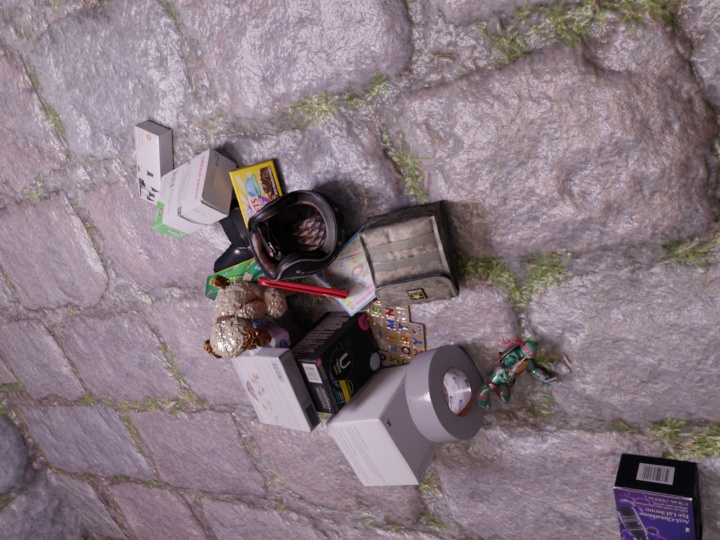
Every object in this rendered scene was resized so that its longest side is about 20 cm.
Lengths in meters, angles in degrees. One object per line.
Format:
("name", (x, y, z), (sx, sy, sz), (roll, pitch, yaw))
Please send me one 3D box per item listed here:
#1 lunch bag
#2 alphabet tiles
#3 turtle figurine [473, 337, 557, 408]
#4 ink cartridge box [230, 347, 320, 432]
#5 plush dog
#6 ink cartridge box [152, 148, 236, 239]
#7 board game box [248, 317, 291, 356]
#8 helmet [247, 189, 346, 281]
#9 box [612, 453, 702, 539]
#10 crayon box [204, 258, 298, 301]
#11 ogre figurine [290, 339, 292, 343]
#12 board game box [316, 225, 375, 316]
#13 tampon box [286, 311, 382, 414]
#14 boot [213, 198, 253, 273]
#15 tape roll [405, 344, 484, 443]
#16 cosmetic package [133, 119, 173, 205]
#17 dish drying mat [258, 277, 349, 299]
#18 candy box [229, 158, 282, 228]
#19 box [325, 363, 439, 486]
("lunch bag", (0.102, -0.017, 1.298), (0.163, 0.118, 0.202), (-10, 112, 19))
("alphabet tiles", (0.073, 0.139, 1.507), (0.166, 0.008, 0.202), (10, 123, 28))
("turtle figurine", (0.322, 0.209, 1.333), (0.148, 0.101, 0.201), (9, 137, -22))
("ink cartridge box", (-0.195, 0.269, 1.475), (0.173, 0.043, 0.201), (-2, 116, 42))
("plush dog", (-0.284, 0.115, 1.471), (0.199, 0.173, 0.160), (-16, 146, 27))
("ink cartridge box", (-0.389, -0.175, 1.511), (0.199, 0.147, 0.084), (-17, 149, 39))
("board game box", (-0.219, 0.215, 1.586), (0.199, 0.041, 0.201), (23, 129, 52))
("helmet", (-0.128, -0.078, 1.383), (0.200, 0.190, 0.201), (43, 146, 38))
("box", (0.608, 0.490, 1.313), (0.147, 0.104, 0.202), (-3, 116, 33))
("crayon box", (-0.264, 0.034, 1.566), (0.199, 0.059, 0.119), (-19, 146, 29))
("ogre figurine", (-0.175, 0.229, 1.670), (0.201, 0.098, 0.120), (59, 150, 10))
("board game box", (0.000, 0.000, 1.444), (0.135, 0.034, 0.200), (49, 130, 0))
("tampon box", (-0.068, 0.211, 1.507), (0.125, 0.200, 0.151), (-1, 118, 39))
("boot", (-0.309, -0.084, 1.567), (0.199, 0.077, 0.169), (-14, 113, 30))
("tape roll", (0.184, 0.265, 1.383), (0.066, 0.200, 0.201), (-22, 105, 41))
("cosmetic package", (-0.513, -0.263, 1.610), (0.082, 0.051, 0.201), (23, 128, 18))
("dish drying mat", (-0.127, 0.040, 1.429), (0.198, 0.077, 0.018), (9, 84, -7))
("candy box", (-0.222, -0.144, 1.474), (0.101, 0.026, 0.202), (-15, 114, -2))
("box", (0.067, 0.364, 1.519), (0.170, 0.199, 0.201), (-18, 110, 39))
